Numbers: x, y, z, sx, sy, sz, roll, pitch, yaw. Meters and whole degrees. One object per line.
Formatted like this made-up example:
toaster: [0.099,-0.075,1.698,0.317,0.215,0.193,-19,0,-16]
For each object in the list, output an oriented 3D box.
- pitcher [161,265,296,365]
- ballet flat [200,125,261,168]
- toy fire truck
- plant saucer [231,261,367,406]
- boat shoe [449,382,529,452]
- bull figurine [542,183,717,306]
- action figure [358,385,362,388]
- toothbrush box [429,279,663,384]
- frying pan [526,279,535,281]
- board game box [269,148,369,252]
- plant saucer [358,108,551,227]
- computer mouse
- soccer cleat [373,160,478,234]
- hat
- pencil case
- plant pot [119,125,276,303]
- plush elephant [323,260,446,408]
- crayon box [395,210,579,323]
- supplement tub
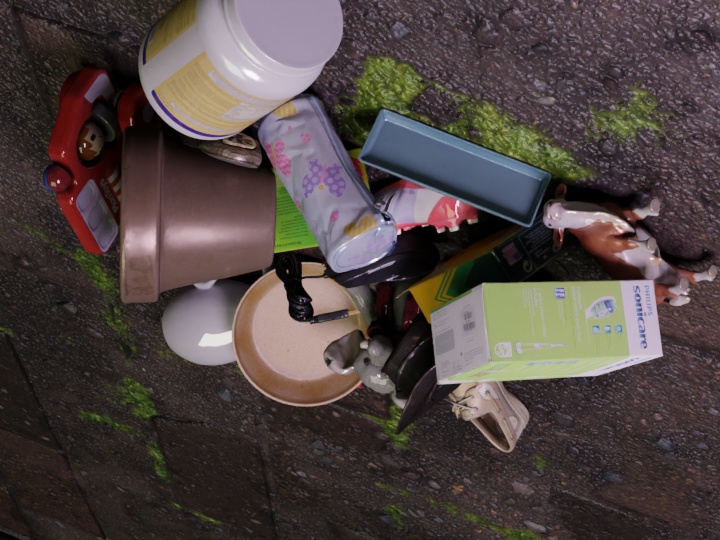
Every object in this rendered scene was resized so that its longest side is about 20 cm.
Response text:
pitcher: [-0.186,0.047,1.940,0.199,0.121,0.172,-8,116,31]
ballet flat: [-0.141,-0.150,1.550,0.067,0.047,0.200,19,-169,-9]
toy fire truck: [-0.313,-0.136,1.672,0.112,0.169,0.200,13,148,22]
plant saucer: [-0.072,0.082,1.862,0.200,0.201,0.035,32,-169,-10]
boat shoe: [0.158,0.174,1.899,0.072,0.065,0.200,-7,137,45]
bull figurine: [0.282,-0.026,1.471,0.200,0.065,0.121,37,160,-31]
action figure: [-0.015,0.126,1.964,0.199,0.065,0.099,-11,127,49]
toothbrush box: [0.193,0.065,1.463,0.199,0.087,0.146,0,167,-19]
frying pan: [0.214,0.050,1.690,0.189,0.031,0.115,19,148,-32]
board game box: [-0.073,-0.077,1.646,0.199,0.047,0.102,-8,97,45]
plant saucer: [0.100,-0.108,1.490,0.199,0.070,0.019,22,158,7]
computer mouse: [0.000,0.000,1.628,0.199,0.141,0.046,-8,125,-3]
soccer cleat: [0.058,-0.082,1.590,0.199,0.066,0.077,-1,105,52]
hat: [0.080,0.098,1.639,0.081,0.201,0.201,38,154,15]
pencil case: [-0.036,-0.096,1.506,0.201,0.083,0.091,59,144,24]
plant pot: [-0.185,-0.061,1.582,0.173,0.201,0.201,2,151,-7]
plush elephant: [0.040,0.082,1.752,0.164,0.155,0.200,18,149,15]
crayon box: [0.142,-0.004,1.562,0.051,0.127,0.200,59,146,-3]
supplement tub: [-0.121,-0.226,1.399,0.145,0.146,0.200,38,149,-21]
